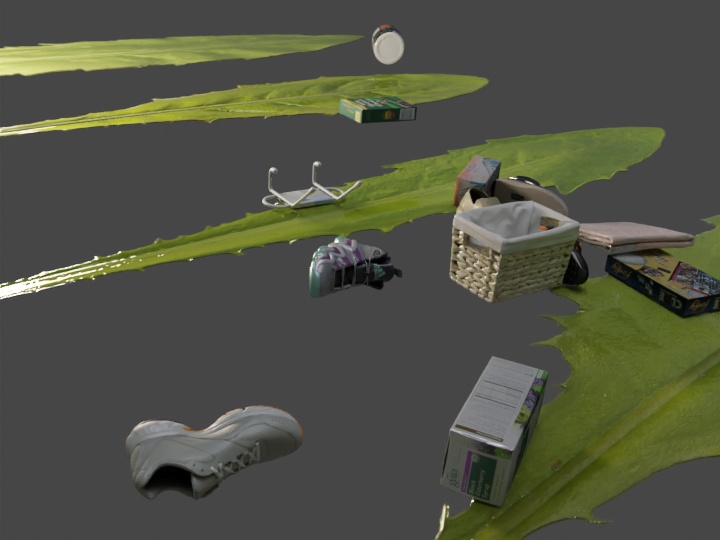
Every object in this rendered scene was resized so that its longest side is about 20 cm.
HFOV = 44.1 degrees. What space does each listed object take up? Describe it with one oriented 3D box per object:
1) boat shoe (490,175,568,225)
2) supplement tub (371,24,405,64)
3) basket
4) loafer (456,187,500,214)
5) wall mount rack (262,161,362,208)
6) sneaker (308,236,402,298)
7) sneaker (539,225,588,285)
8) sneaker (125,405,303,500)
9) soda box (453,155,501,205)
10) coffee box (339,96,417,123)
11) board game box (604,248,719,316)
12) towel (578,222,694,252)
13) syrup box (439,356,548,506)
[{"bbox_3d":[0.383,-0.160,1.918,0.092,0.076,0.199,-18,36,-39],"label":"boat shoe"},{"bbox_3d":[0.103,-0.852,3.333,0.120,0.125,0.201,5,24,-3],"label":"supplement tub"},{"bbox_3d":[0.265,-0.034,1.549,0.197,0.126,0.135,-13,30,-35],"label":"basket"},{"bbox_3d":[0.259,-0.111,1.786,0.074,0.070,0.200,-8,28,-29],"label":"loafer"},{"bbox_3d":[-0.096,-0.167,1.816,0.197,0.076,0.173,-13,30,-35],"label":"wall mount rack"},{"bbox_3d":[0.000,0.000,1.463,0.137,0.079,0.200,12,25,14],"label":"sneaker"},{"bbox_3d":[0.385,-0.036,1.649,0.088,0.071,0.200,-5,25,-18],"label":"sneaker"},{"bbox_3d":[-0.157,0.211,0.977,0.196,0.077,0.092,-7,34,-11],"label":"sneaker"},{"bbox_3d":[0.264,-0.199,1.992,0.067,0.065,0.200,13,25,15],"label":"soda box"},{"bbox_3d":[0.051,-0.461,2.545,0.197,0.045,0.123,-9,28,-31],"label":"coffee box"},{"bbox_3d":[0.564,0.018,1.620,0.133,0.035,0.200,-7,27,-28],"label":"board game box"},{"bbox_3d":[0.523,-0.068,1.755,0.187,0.033,0.200,-3,12,-17],"label":"towel"},{"bbox_3d":[0.166,0.190,1.081,0.080,0.080,0.200,14,25,17],"label":"syrup box"}]
